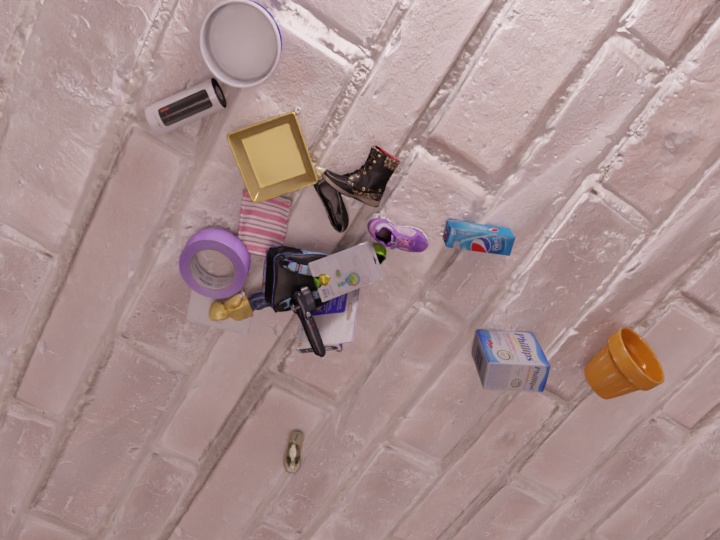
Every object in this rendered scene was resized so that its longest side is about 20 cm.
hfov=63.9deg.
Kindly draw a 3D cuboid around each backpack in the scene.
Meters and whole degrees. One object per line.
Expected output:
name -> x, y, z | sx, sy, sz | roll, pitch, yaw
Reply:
backpack -> -0.174, 0.020, 1.680 | 0.196, 0.134, 0.186 | -3, 107, -26

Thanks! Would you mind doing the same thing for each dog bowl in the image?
dog bowl -> -0.293, -0.562, 1.431 | 0.196, 0.079, 0.204 | -1, 117, -2

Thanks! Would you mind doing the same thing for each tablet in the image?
tablet -> -0.438, 0.126, 1.804 | 0.196, 0.014, 0.132 | 14, 115, -10

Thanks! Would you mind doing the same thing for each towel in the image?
towel -> -0.284, -0.126, 1.676 | 0.143, 0.030, 0.203 | 11, 116, -7

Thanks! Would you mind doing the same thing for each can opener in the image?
can opener -> -0.141, 0.146, 1.600 | 0.077, 0.063, 0.204 | -21, 95, -17

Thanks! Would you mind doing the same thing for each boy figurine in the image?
boy figurine -> -0.361, 0.109, 1.753 | 0.196, 0.065, 0.125 | -16, 146, 1

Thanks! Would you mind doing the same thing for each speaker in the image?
speaker -> -0.452, -0.421, 1.494 | 0.197, 0.082, 0.082 | -20, 116, 8

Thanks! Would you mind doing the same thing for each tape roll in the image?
tape roll -> -0.425, -0.018, 1.690 | 0.196, 0.066, 0.203 | 1, 122, 1

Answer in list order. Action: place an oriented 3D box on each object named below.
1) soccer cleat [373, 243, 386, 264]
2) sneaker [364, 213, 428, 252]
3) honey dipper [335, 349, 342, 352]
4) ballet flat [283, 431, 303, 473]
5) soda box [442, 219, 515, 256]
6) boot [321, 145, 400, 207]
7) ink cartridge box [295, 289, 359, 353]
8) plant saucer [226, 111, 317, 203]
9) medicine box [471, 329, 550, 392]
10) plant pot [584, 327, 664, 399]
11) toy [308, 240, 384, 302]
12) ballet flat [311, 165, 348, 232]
soccer cleat -> 0.000, 0.000, 1.722 | 0.067, 0.081, 0.200 | 40, 109, -20
sneaker -> 0.107, -0.093, 1.677 | 0.197, 0.089, 0.082 | 19, 113, -13
honey dipper -> -0.067, 0.179, 1.741 | 0.037, 0.201, 0.039 | -1, 117, -3
ballet flat -> -0.241, 0.663, 2.049 | 0.068, 0.070, 0.204 | 5, 116, -5
soda box -> 0.346, -0.096, 1.697 | 0.196, 0.068, 0.065 | 7, 116, -6
boot -> 0.004, -0.272, 1.581 | 0.197, 0.074, 0.152 | 22, 113, -29
ink cartridge box -> -0.087, 0.137, 1.695 | 0.197, 0.201, 0.043 | -10, 145, 28
plant saucer -> -0.235, -0.309, 1.573 | 0.196, 0.049, 0.203 | -16, 113, 7
medicine box -> 0.469, 0.283, 1.826 | 0.196, 0.183, 0.105 | 3, 117, -4
plant pot -> 0.836, 0.318, 1.869 | 0.198, 0.202, 0.183 | 31, 127, -17
toy -> -0.042, 0.004, 1.647 | 0.197, 0.047, 0.117 | -20, 85, -20
ballet flat -> -0.082, -0.201, 1.630 | 0.065, 0.057, 0.202 | -22, 111, 9
